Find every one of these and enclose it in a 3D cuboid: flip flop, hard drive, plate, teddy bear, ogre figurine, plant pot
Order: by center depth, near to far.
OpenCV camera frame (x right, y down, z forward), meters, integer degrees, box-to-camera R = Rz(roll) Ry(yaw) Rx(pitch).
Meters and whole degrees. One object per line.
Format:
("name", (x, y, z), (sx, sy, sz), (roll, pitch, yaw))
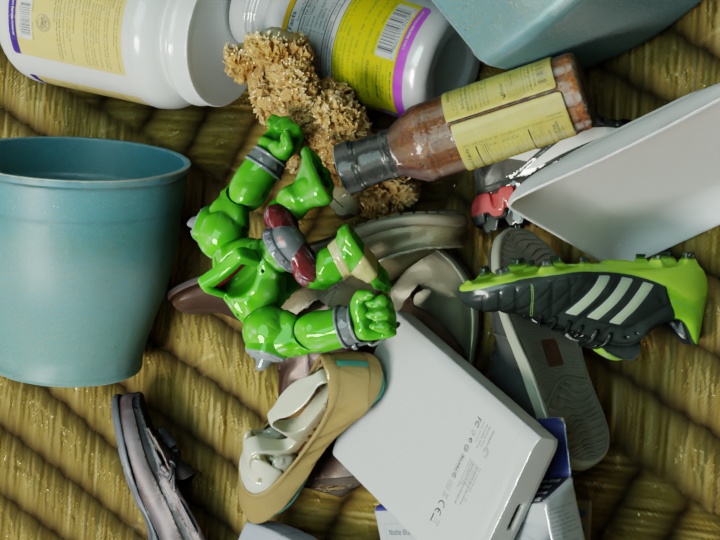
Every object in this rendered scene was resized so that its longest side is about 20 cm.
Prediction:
("plate", (0.230, -0.074, 1.474), (0.199, 0.200, 0.032), (-26, 65, 24))
("hard drive", (0.060, 0.135, 1.537), (0.200, 0.027, 0.132), (40, 113, 48))
("plant pot", (0.151, -0.259, 1.541), (0.200, 0.196, 0.196), (-46, 67, 23))
("ogre figurine", (-0.060, -0.013, 1.552), (0.120, 0.098, 0.200), (-32, 86, 11))
("teddy bear", (-0.038, -0.113, 1.628), (0.145, 0.200, 0.067), (1, 42, 49))
("flip flop", (0.050, 0.073, 1.630), (0.081, 0.058, 0.200), (-1, 83, 27))
("plant pot", (-0.248, -0.005, 1.729), (0.200, 0.200, 0.188), (10, 105, 28))

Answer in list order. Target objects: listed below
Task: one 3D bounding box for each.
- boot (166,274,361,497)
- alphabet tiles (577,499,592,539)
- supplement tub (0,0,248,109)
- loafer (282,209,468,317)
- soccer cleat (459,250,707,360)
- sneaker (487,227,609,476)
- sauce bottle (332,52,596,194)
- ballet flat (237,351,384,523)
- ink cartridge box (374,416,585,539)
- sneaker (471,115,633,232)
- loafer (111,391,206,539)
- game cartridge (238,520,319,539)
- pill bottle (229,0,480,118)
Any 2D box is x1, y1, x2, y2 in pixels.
("boot", (-0.073, 0.096, 1.696), (0.186, 0.064, 0.200), (-9, 86, 28))
("alphabet tiles", (0.117, 0.260, 1.608), (0.200, 0.006, 0.167), (2, 87, 28))
("supplement tub", (-0.196, -0.218, 1.736), (0.200, 0.145, 0.146), (14, 92, 27))
("loafer", (0.000, 0.000, 1.616), (0.200, 0.076, 0.068), (-17, 87, 26))
("soccer cleat", (0.171, 0.029, 1.515), (0.068, 0.200, 0.081), (-174, 82, -71))
("sneaker", (0.120, 0.073, 1.575), (0.106, 0.075, 0.200), (-39, 58, 52))
("sauce bottle", (0.078, -0.109, 1.540), (0.200, 0.066, 0.066), (-16, 78, 13))
("ballet flat", (-0.058, 0.129, 1.614), (0.200, 0.063, 0.069), (-51, 45, 31))
("ink cartridge box", (0.093, 0.219, 1.544), (0.199, 0.041, 0.200), (-12, 88, 49))
("sneaker", (0.171, -0.096, 1.575), (0.200, 0.071, 0.098), (-16, 81, 27))
("loafer", (-0.159, 0.195, 1.734), (0.063, 0.072, 0.200), (-18, 83, 5))
("game cartridge", (-0.039, 0.295, 1.637), (0.200, 0.041, 0.133), (36, 115, 37))
("pill bottle", (-0.007, -0.193, 1.659), (0.200, 0.104, 0.104), (22, 96, 28))
